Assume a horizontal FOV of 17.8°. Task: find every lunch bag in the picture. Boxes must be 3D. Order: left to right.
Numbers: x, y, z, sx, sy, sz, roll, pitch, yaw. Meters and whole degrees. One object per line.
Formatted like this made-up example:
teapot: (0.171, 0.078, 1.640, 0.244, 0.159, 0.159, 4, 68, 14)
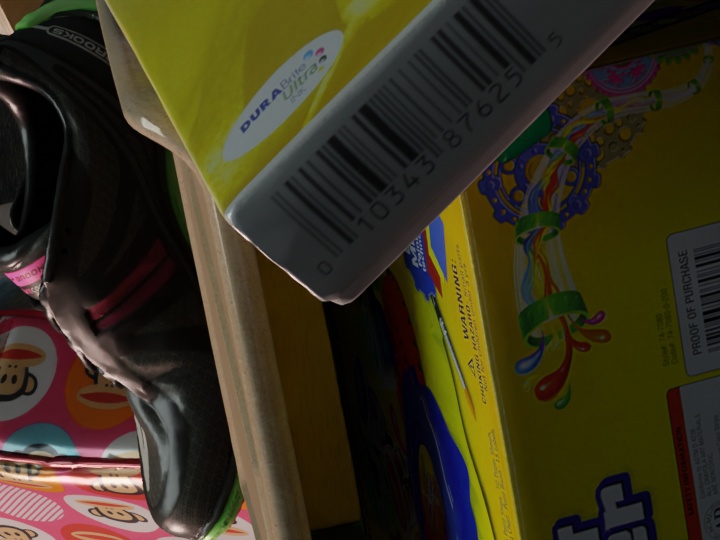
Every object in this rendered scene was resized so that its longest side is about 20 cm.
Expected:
lunch bag: (-0.085, 0.092, 1.011, 0.176, 0.199, 0.082, 61, -140, -52)

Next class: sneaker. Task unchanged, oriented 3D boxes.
sneaker: (-0.091, 0.003, 0.821, 0.077, 0.083, 0.201, -16, 91, 62)

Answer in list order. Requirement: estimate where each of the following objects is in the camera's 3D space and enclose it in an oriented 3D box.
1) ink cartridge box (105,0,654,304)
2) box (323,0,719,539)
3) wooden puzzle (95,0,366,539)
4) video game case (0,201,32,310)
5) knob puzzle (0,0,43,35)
ink cartridge box: (0.022, -0.117, 0.519, 0.047, 0.198, 0.200, 37, -169, -37)
box: (0.065, 0.026, 0.612, 0.193, 0.121, 0.201, -144, 42, -71)
wooden puzzle: (-0.025, 0.024, 0.627, 0.185, 0.037, 0.201, -116, 10, -70)
video game case: (-0.171, 0.043, 1.091, 0.200, 0.181, 0.046, 94, 156, -57)
knob puzzle: (-0.143, -0.231, 0.962, 0.030, 0.220, 0.221, 5, 116, 28)
